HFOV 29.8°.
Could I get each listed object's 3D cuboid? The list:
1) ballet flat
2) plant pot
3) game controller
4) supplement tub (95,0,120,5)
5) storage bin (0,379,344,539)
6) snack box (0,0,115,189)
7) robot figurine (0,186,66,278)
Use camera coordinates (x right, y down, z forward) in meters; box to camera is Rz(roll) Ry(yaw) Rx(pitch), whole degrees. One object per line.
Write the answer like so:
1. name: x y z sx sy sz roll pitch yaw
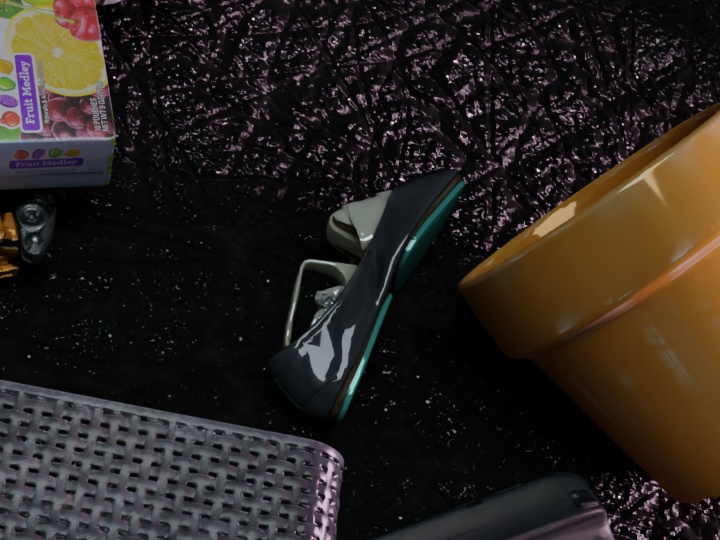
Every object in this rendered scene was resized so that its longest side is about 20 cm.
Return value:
1. ballet flat: 0.000 0.000 0.838 0.073 0.073 0.201 28 60 2
2. plant pot: 0.190 0.029 0.814 0.199 0.200 0.184 -34 90 -29
3. game controller: 0.065 0.188 0.773 0.198 0.042 0.105 -15 81 -22
4. supplement tub: -0.216 -0.243 0.870 0.198 0.141 0.142 -3 62 -17
5. storage bin: -0.118 0.139 0.684 0.198 0.136 0.095 13 58 -8
6. snack box: -0.248 -0.116 0.772 0.198 0.053 0.143 -3 60 -19
7. robot figurine: -0.259 -0.069 0.809 0.144 0.058 0.202 -11 64 -20
